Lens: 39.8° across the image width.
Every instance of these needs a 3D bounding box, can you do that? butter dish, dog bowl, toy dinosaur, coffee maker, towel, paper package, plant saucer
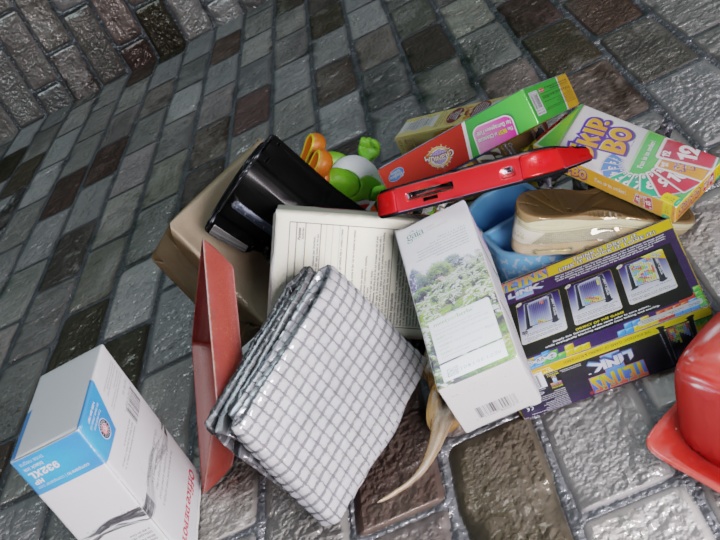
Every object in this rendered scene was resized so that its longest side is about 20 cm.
[{"bbox_3d":[0.327,0.069,0.749,0.199,0.149,0.199,-37,29,-16],"label":"butter dish"},{"bbox_3d":[0.189,-0.045,1.178,0.110,0.050,0.200,-30,27,-2],"label":"dog bowl"},{"bbox_3d":[0.083,0.143,0.975,0.106,0.060,0.201,-48,13,30],"label":"toy dinosaur"},{"bbox_3d":[-0.061,-0.068,1.199,0.193,0.199,0.135,-52,9,7],"label":"coffee maker"},{"bbox_3d":[-0.041,0.120,0.963,0.085,0.166,0.202,-3,48,50],"label":"towel"},{"bbox_3d":[-0.141,-0.034,1.311,0.200,0.191,0.103,-47,3,-35],"label":"paper package"},{"bbox_3d":[-0.154,0.105,1.074,0.036,0.201,0.203,-1,53,-15],"label":"plant saucer"}]

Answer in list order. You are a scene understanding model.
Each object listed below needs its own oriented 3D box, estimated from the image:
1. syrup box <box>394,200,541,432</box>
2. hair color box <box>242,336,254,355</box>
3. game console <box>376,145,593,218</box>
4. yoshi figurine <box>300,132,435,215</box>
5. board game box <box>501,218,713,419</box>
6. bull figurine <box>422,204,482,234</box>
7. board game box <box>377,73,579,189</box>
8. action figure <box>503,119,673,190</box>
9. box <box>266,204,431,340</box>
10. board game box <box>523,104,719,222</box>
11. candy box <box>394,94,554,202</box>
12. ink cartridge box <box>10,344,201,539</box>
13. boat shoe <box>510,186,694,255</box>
[{"bbox_3d":[0.098,0.039,0.937,0.078,0.082,0.202,-24,46,11],"label":"syrup box"},{"bbox_3d":[-0.057,0.114,1.130,0.111,0.065,0.199,-42,31,-24],"label":"hair color box"},{"bbox_3d":[0.128,-0.091,1.023,0.197,0.032,0.176,-12,0,27],"label":"game console"},{"bbox_3d":[0.025,-0.129,1.313,0.112,0.197,0.114,-21,54,63],"label":"yoshi figurine"},{"bbox_3d":[0.234,0.045,0.977,0.197,0.057,0.166,-22,26,16],"label":"board game box"},{"bbox_3d":[0.077,-0.037,1.232,0.123,0.064,0.201,-61,30,19],"label":"bull figurine"},{"bbox_3d":[0.136,-0.153,1.134,0.198,0.041,0.153,-26,2,34],"label":"board game box"},{"bbox_3d":[0.271,-0.118,1.172,0.196,0.103,0.120,-6,34,9],"label":"action figure"},{"bbox_3d":[0.000,0.000,1.086,0.196,0.130,0.109,4,7,-4],"label":"box"},{"bbox_3d":[0.281,-0.124,1.082,0.199,0.030,0.095,29,55,37],"label":"board game box"},{"bbox_3d":[0.157,-0.159,1.327,0.197,0.116,0.056,-7,34,36],"label":"candy box"},{"bbox_3d":[-0.250,0.203,1.014,0.083,0.202,0.146,-26,27,8],"label":"ink cartridge box"},{"bbox_3d":[0.258,-0.047,1.068,0.196,0.066,0.073,-2,37,-8],"label":"boat shoe"}]
